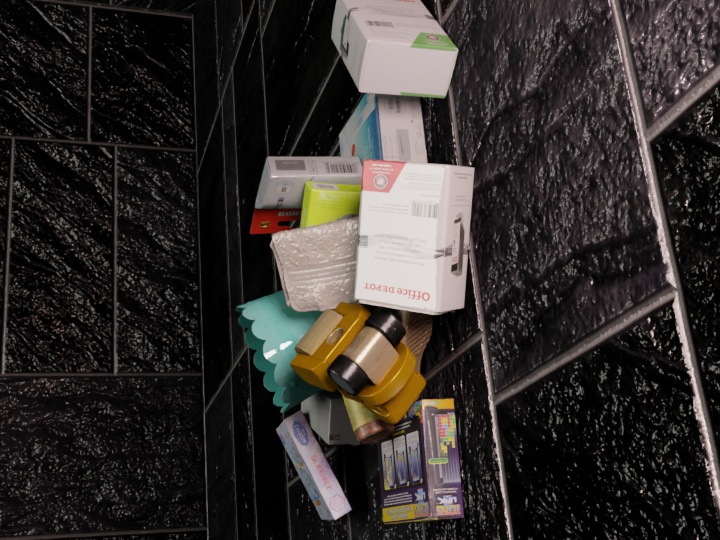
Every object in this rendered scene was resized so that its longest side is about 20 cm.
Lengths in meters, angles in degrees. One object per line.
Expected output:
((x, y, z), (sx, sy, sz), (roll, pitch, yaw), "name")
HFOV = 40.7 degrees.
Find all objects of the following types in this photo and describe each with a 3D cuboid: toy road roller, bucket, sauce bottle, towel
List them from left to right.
((-0.116, 0.128, 1.675), (0.209, 0.133, 0.208), (60, 165, 27), "bucket")
((-0.043, -0.010, 1.494), (0.034, 0.197, 0.135), (-33, -70, -60), "towel")
((-0.005, 0.163, 1.498), (0.066, 0.065, 0.203), (124, 131, -58), "sauce bottle")
((0.005, 0.142, 1.418), (0.123, 0.146, 0.199), (-49, 26, -18), "toy road roller")

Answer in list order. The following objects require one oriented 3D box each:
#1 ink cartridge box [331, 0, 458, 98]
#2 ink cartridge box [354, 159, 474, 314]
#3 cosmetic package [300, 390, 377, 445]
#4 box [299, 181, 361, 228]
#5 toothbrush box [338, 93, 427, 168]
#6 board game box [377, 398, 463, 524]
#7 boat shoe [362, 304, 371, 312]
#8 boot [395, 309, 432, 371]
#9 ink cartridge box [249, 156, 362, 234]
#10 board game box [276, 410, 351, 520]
((0.047, -0.350, 1.492), (0.201, 0.143, 0.086), (-112, 28, -52), "ink cartridge box")
((0.075, -0.050, 1.370), (0.145, 0.082, 0.204), (8, 98, 33), "ink cartridge box")
((-0.036, 0.248, 1.749), (0.200, 0.105, 0.092), (-170, 82, -70), "cosmetic package")
((-0.041, -0.038, 1.565), (0.048, 0.120, 0.204), (-123, 39, -63), "box")
((0.034, -0.200, 1.612), (0.200, 0.084, 0.149), (135, 133, -66), "toothbrush box")
((0.085, 0.290, 1.452), (0.200, 0.056, 0.169), (141, 127, -66), "board game box")
((0.014, 0.119, 1.664), (0.074, 0.072, 0.204), (149, 115, -72), "boat shoe")
((0.029, 0.099, 1.524), (0.165, 0.072, 0.203), (27, 125, 37), "boot")
((-0.094, -0.109, 1.617), (0.201, 0.157, 0.048), (112, 149, -51), "ink cartridge box")
((-0.092, 0.372, 1.834), (0.202, 0.041, 0.200), (62, 165, 7), "board game box")
